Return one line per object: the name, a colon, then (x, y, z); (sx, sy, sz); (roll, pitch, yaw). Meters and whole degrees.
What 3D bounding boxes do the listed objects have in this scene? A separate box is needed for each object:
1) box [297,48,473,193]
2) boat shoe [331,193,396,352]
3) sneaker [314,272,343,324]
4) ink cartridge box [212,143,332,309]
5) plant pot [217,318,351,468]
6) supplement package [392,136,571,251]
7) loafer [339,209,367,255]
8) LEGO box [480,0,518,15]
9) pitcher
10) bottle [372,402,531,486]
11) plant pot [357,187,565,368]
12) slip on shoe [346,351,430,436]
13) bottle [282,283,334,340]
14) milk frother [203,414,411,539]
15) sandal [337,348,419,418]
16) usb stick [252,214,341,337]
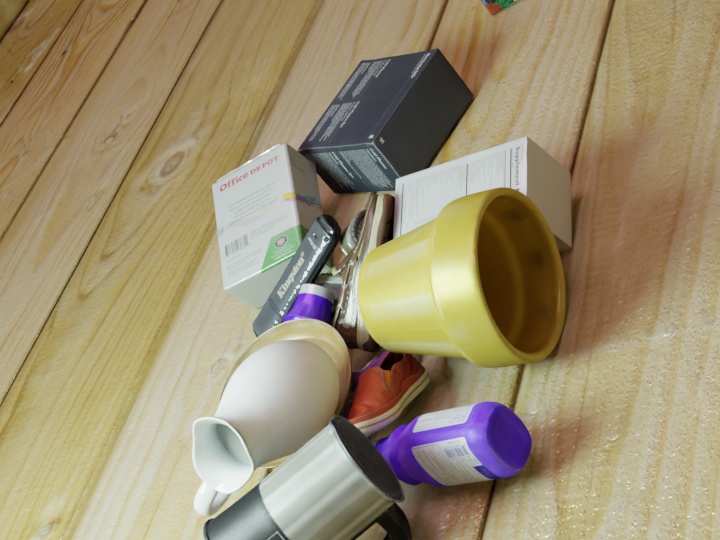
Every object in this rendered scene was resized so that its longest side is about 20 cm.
box: (0.038, -0.223, 2.082); (0.182, 0.104, 0.200); (1, 51, 51)
boat shoe: (-0.002, -0.001, 1.750); (0.075, 0.075, 0.203); (6, 81, 19)
sneaker: (-0.025, 0.049, 1.840); (0.200, 0.074, 0.079); (-14, 45, 38)
ink cartridge box: (-0.133, -0.067, 2.037); (0.145, 0.087, 0.200); (-27, 55, 23)
plant pot: (-0.089, 0.154, 1.688); (0.200, 0.027, 0.200); (-20, 51, 27)
supplement package: (0.153, -0.072, 1.724); (0.200, 0.109, 0.114); (-15, 58, 35)
loafer: (0.017, -0.044, 1.880); (0.070, 0.075, 0.200); (-46, -3, 24)
LEGO box: (0.257, -0.529, 2.252); (0.149, 0.077, 0.200); (-26, 34, 25)
pitcher: (-0.115, 0.179, 1.565); (0.200, 0.121, 0.172); (-43, -17, -48)
bottle: (0.089, 0.194, 1.495); (0.200, 0.084, 0.065); (-19, 34, 46)
plant pot: (0.108, 0.020, 1.587); (0.189, 0.201, 0.201); (-13, 41, 35)
slip on shoe: (0.018, 0.147, 1.599); (0.074, 0.061, 0.200); (-31, 5, 33)
bottle: (-0.082, 0.117, 1.774); (0.083, 0.065, 0.200); (-2, 65, 45)
milk frother: (-0.055, 0.251, 1.507); (0.188, 0.181, 0.200); (-40, 36, 8)
sandal: (-0.010, 0.146, 1.694); (0.203, 0.050, 0.082); (-46, 27, -27)
usb stick: (-0.086, 0.015, 1.843); (0.200, 0.033, 0.055); (-58, 36, 22)
